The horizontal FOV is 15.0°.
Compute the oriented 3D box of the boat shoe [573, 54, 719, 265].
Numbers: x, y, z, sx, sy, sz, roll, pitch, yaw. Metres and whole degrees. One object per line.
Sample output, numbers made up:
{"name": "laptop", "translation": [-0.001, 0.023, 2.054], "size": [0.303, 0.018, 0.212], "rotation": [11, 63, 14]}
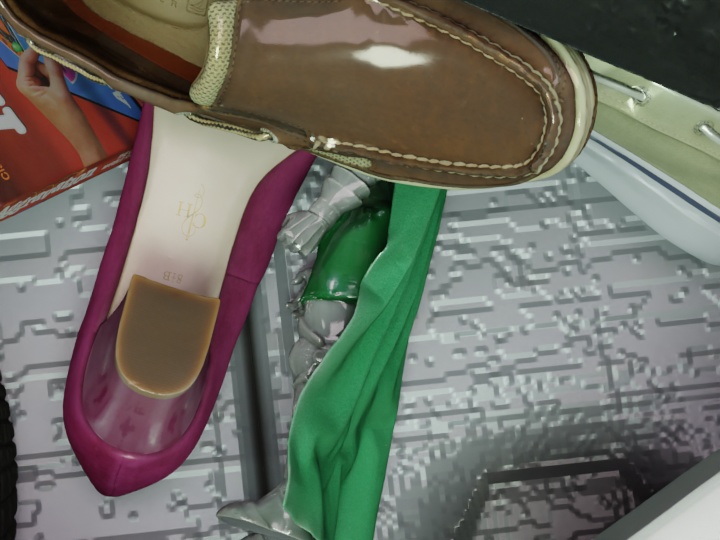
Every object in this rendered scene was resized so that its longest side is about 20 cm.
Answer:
{"name": "boat shoe", "translation": [0.077, -0.079, 0.930], "size": [0.200, 0.062, 0.072], "rotation": [33, 38, -17]}

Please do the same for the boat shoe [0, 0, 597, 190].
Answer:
{"name": "boat shoe", "translation": [-0.028, -0.067, 0.866], "size": [0.202, 0.075, 0.075], "rotation": [17, 114, 23]}

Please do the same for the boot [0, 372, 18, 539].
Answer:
{"name": "boot", "translation": [-0.197, 0.023, 0.928], "size": [0.130, 0.068, 0.200], "rotation": [-18, 80, 4]}

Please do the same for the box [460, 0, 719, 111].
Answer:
{"name": "box", "translation": [0.069, -0.154, 0.894], "size": [0.164, 0.200, 0.086], "rotation": [23, 118, 1]}

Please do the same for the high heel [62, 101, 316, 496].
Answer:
{"name": "high heel", "translation": [-0.058, -0.020, 0.953], "size": [0.067, 0.096, 0.200], "rotation": [25, 59, -3]}

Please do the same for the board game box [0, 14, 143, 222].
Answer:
{"name": "board game box", "translation": [-0.157, -0.109, 0.932], "size": [0.200, 0.103, 0.019], "rotation": [52, 126, 5]}

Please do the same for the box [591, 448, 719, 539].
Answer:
{"name": "box", "translation": [0.147, 0.159, 0.875], "size": [0.106, 0.152, 0.200], "rotation": [-34, 85, -8]}

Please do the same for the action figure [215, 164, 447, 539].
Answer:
{"name": "action figure", "translation": [0.000, 0.000, 0.927], "size": [0.055, 0.118, 0.200], "rotation": [14, 71, 9]}
